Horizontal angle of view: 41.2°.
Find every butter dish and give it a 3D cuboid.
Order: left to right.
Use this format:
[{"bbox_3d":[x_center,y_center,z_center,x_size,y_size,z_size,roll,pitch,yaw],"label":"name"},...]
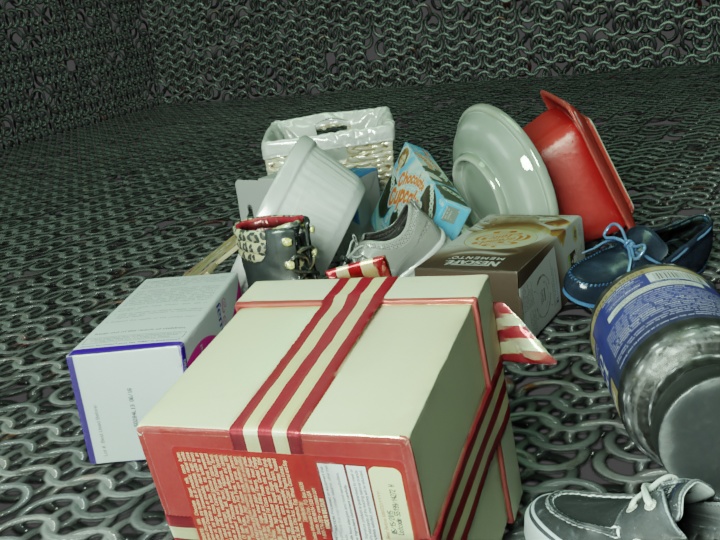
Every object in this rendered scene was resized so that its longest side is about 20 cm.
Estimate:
[{"bbox_3d":[0.241,-0.108,1.217,0.147,0.201,0.200,-30,14,8],"label":"butter dish"}]

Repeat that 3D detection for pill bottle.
[{"bbox_3d":[0.234,0.074,0.687,0.110,0.113,0.200,-6,17,6],"label":"pill bottle"}]

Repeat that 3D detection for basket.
[{"bbox_3d":[-0.038,-0.148,1.450,0.196,0.163,0.200,-7,16,2],"label":"basket"}]

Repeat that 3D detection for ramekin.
[{"bbox_3d":[-0.069,-0.044,1.090,0.093,0.204,0.203,26,18,-3],"label":"ramekin"}]

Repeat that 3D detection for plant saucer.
[{"bbox_3d":[0.158,-0.096,1.142,0.050,0.202,0.200,-26,22,-17],"label":"plant saucer"}]

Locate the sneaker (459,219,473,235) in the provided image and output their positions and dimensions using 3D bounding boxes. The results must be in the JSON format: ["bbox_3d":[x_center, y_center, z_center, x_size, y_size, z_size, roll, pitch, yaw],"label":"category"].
[{"bbox_3d":[0.117,-0.040,1.195,0.080,0.076,0.200,-4,15,-18],"label":"sneaker"}]

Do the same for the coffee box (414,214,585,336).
[{"bbox_3d":[0.152,0.005,1.004,0.113,0.081,0.200,2,19,30],"label":"coffee box"}]

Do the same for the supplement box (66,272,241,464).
[{"bbox_3d":[-0.174,0.081,0.874,0.102,0.102,0.200,-5,17,7],"label":"supplement box"}]

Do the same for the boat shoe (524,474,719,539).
[{"bbox_3d":[0.180,0.149,0.544,0.071,0.069,0.199,-23,22,-40],"label":"boat shoe"}]

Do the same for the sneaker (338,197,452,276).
[{"bbox_3d":[0.000,0.000,1.022,0.199,0.082,0.075,-38,22,-10],"label":"sneaker"}]

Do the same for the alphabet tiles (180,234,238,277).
[{"bbox_3d":[-0.200,0.014,1.094,0.199,0.006,0.167,-36,11,16],"label":"alphabet tiles"}]

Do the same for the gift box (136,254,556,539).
[{"bbox_3d":[0.011,0.112,0.571,0.198,0.186,0.187,2,28,20],"label":"gift box"}]

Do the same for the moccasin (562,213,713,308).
[{"bbox_3d":[0.292,-0.020,1.010,0.199,0.069,0.080,-20,43,-32],"label":"moccasin"}]

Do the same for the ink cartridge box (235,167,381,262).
[{"bbox_3d":[-0.069,-0.078,1.312,0.198,0.117,0.068,4,20,32],"label":"ink cartridge box"}]

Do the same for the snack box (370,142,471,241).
[{"bbox_3d":[0.067,-0.066,1.155,0.037,0.117,0.200,18,21,-19],"label":"snack box"}]

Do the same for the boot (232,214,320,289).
[{"bbox_3d":[-0.042,0.033,0.874,0.202,0.156,0.073,9,24,44],"label":"boot"}]
